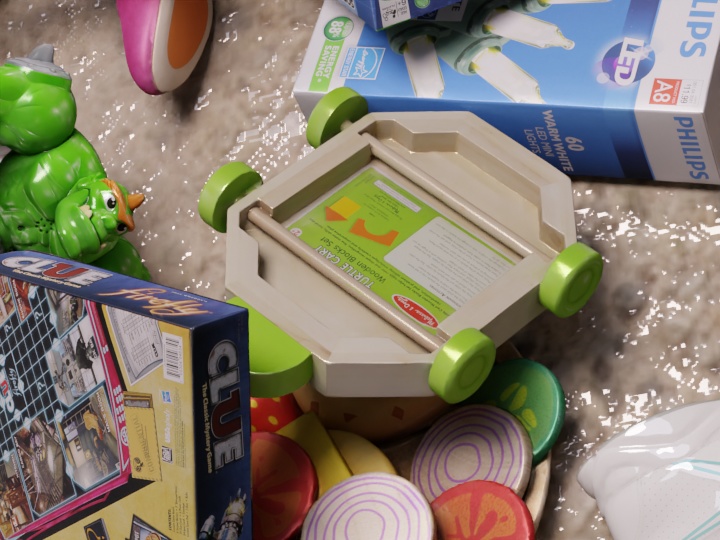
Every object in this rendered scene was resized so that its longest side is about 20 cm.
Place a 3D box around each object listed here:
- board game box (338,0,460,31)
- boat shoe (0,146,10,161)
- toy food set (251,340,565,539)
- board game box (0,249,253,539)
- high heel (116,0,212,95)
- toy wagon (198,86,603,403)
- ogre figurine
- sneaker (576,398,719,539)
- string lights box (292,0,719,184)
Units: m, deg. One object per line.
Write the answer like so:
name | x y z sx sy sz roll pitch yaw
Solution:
board game box | 0.021 -0.187 1.154 0.135 0.035 0.200 -21 34 -16
boat shoe | -0.243 -0.032 1.205 0.199 0.060 0.074 -9 58 16
toy food set | -0.007 0.088 1.052 0.200 0.049 0.198 -32 55 -1
board game box | -0.104 0.101 0.996 0.135 0.201 0.035 14 22 39
high heel | -0.128 -0.165 1.235 0.096 0.067 0.201 -6 56 12
toy wagon | 0.000 0.000 1.031 0.155 0.040 0.200 36 56 29
ogre figurine | -0.168 -0.020 1.106 0.120 0.200 0.098 -33 12 -22
sneaker | 0.194 0.073 0.983 0.200 0.070 0.080 -28 70 7
string lights box | 0.080 -0.102 1.125 0.199 0.059 0.103 4 58 23
